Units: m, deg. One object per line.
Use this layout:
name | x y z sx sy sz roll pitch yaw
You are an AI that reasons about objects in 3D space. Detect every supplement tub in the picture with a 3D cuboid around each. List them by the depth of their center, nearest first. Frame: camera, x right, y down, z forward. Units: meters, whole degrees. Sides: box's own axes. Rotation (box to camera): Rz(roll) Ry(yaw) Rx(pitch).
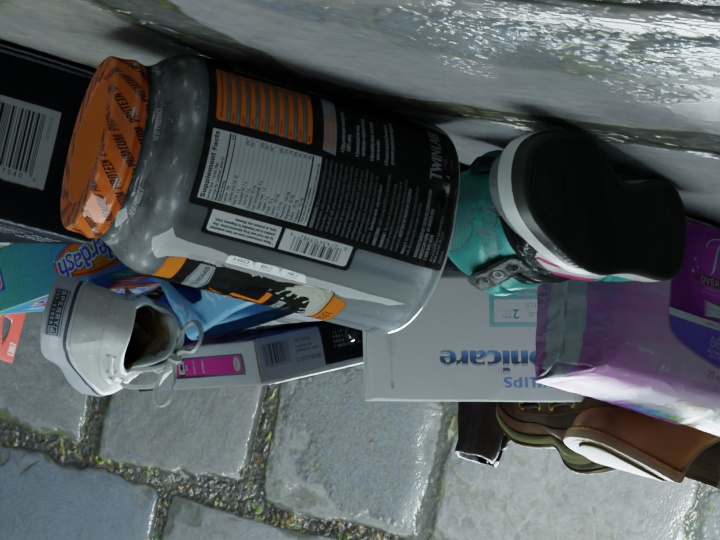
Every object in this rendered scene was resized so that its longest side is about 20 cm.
supplement tub | -0.056 -0.045 1.222 0.198 0.124 0.122 15 174 -18

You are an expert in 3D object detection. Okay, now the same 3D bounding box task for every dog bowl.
dog bowl | -0.065 0.003 1.477 0.111 0.050 0.200 -15 173 -22

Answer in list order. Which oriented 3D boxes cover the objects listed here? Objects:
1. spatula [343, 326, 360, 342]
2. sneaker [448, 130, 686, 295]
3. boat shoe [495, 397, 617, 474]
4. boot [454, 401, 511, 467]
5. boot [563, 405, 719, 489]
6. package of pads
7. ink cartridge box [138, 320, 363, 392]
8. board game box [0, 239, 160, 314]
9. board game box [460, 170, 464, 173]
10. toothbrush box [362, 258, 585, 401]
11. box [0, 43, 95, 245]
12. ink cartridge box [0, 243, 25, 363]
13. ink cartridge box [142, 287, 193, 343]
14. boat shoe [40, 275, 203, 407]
spatula | 0.000 0.000 1.517 0.020 0.057 0.200 4 -157 0
sneaker | 0.090 -0.034 1.236 0.120 0.084 0.200 -1 169 31
boat shoe | 0.149 0.092 1.619 0.071 0.068 0.200 -15 -169 -15
boot | 0.109 0.073 1.802 0.072 0.168 0.200 10 176 13
boot | 0.215 0.062 1.495 0.073 0.156 0.199 13 180 40
package of pads | 0.197 0.029 1.385 0.199 0.122 0.075 17 161 -34
ink cartridge box | -0.075 0.059 1.556 0.094 0.037 0.200 -12 180 -30
board game box | -0.139 -0.020 1.529 0.199 0.045 0.152 -18 175 24
board game box | 0.043 -0.048 1.455 0.199 0.028 0.135 17 174 -39
toothbrush box | 0.091 0.032 1.508 0.145 0.086 0.200 0 -172 14
box | -0.254 -0.083 1.406 0.147 0.105 0.200 15 175 -27
ink cartridge box | -0.253 -0.010 1.800 0.043 0.175 0.200 13 175 -1
ink cartridge box | -0.116 0.017 1.701 0.094 0.044 0.200 -30 -175 -8
boat shoe | -0.146 0.046 1.468 0.085 0.075 0.202 12 169 7
